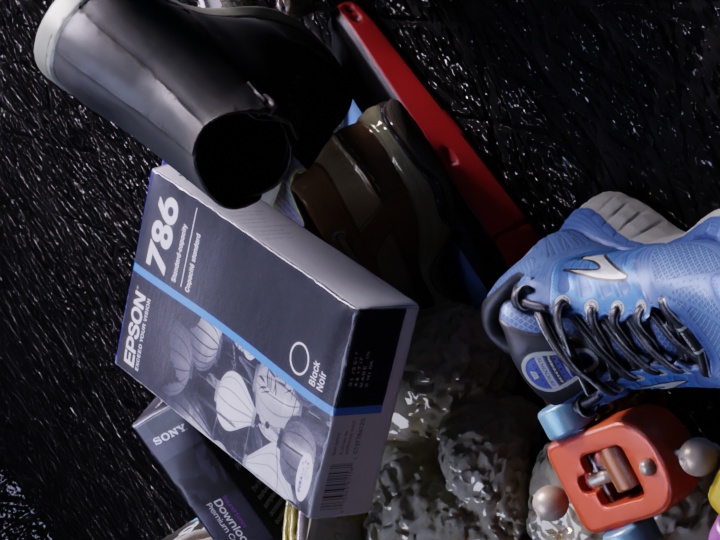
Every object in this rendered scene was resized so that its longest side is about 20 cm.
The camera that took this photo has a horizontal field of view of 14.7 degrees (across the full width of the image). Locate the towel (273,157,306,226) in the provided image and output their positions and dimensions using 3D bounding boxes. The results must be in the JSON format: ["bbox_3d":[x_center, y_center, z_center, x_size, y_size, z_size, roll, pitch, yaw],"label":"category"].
[{"bbox_3d":[-0.026,-0.019,1.510,0.200,0.023,0.144,47,162,59],"label":"towel"}]

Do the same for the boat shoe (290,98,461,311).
[{"bbox_3d":[0.000,0.000,1.294,0.076,0.074,0.200,53,164,32],"label":"boat shoe"}]

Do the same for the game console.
[{"bbox_3d":[0.034,-0.015,1.345,0.177,0.031,0.200,53,164,21],"label":"game console"}]

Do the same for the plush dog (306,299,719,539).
[{"bbox_3d":[0.091,0.114,1.207,0.171,0.161,0.200,-23,111,40],"label":"plush dog"}]

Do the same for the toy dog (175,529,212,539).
[{"bbox_3d":[-0.052,0.088,1.475,0.096,0.131,0.201,-135,51,-63],"label":"toy dog"}]

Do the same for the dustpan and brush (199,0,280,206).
[{"bbox_3d":[-0.068,-0.067,1.421,0.200,0.057,0.141,-161,71,-65],"label":"dustpan and brush"}]

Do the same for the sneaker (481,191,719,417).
[{"bbox_3d":[0.108,0.025,1.064,0.079,0.089,0.200,62,163,-14],"label":"sneaker"}]

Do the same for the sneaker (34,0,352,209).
[{"bbox_3d":[-0.049,-0.063,1.227,0.106,0.075,0.200,42,-162,29],"label":"sneaker"}]

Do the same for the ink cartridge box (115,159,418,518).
[{"bbox_3d":[-0.056,0.021,1.233,0.200,0.039,0.100,33,118,47],"label":"ink cartridge box"}]

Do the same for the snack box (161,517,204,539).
[{"bbox_3d":[-0.020,0.163,1.542,0.117,0.199,0.037,60,168,-10],"label":"snack box"}]

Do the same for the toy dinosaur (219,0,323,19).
[{"bbox_3d":[-0.055,-0.161,1.305,0.200,0.077,0.103,58,-168,-59],"label":"toy dinosaur"}]

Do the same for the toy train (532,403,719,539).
[{"bbox_3d":[0.159,0.120,1.096,0.150,0.055,0.201,-33,87,52],"label":"toy train"}]

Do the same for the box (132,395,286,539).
[{"bbox_3d":[-0.018,0.115,1.355,0.201,0.036,0.143,57,-150,-12],"label":"box"}]

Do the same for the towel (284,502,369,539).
[{"bbox_3d":[0.038,0.138,1.303,0.199,0.023,0.144,26,-127,-39],"label":"towel"}]
